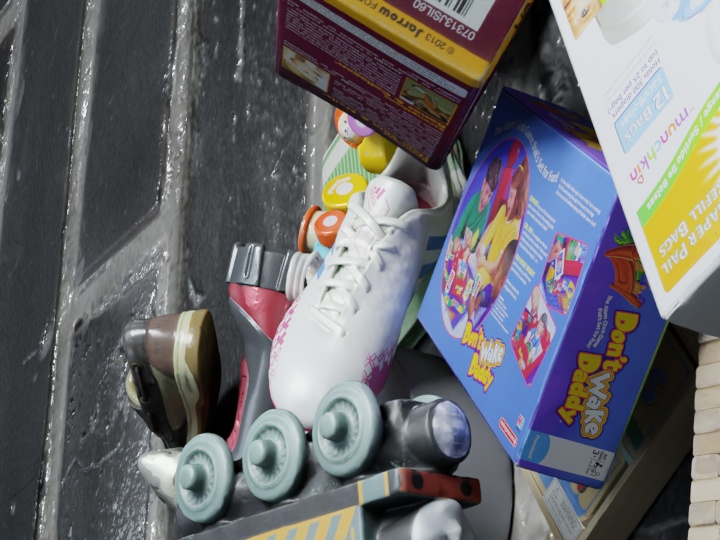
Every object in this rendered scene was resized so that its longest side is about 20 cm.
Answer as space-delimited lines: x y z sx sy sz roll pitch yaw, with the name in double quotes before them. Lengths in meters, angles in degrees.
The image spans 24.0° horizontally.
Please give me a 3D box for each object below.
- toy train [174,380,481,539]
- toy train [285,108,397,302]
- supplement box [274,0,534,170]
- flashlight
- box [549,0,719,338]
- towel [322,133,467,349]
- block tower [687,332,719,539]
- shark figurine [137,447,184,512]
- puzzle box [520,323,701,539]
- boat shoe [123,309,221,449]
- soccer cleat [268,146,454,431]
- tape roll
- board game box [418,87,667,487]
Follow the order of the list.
"toy train" -0.020 0.128 0.842 0.199 0.085 0.115 -23 64 40
"toy train" -0.021 -0.076 1.030 0.055 0.150 0.203 7 88 30
"supplement box" 0.023 -0.132 0.856 0.086 0.110 0.200 -59 -1 -8
"flashlight" -0.077 0.084 1.191 0.068 0.067 0.203 136 146 -86
"box" 0.164 -0.077 0.688 0.113 0.100 0.202 -51 36 38
"towel" 0.024 -0.043 1.111 0.153 0.023 0.202 -53 37 37
"block tower" 0.176 0.112 0.722 0.054 0.057 0.203 -19 60 56
"shark figurine" -0.046 0.201 0.955 0.090 0.126 0.217 118 142 -77
"puzzle box" 0.116 0.040 0.897 0.134 0.025 0.201 -60 31 25
"boat shoe" -0.137 0.080 1.228 0.201 0.064 0.074 98 -177 -59
"soccer cleat" 0.000 0.000 0.950 0.201 0.069 0.087 -61 -19 -45
"tape roll" 0.007 0.145 1.005 0.200 0.066 0.203 -37 45 50
"board game box" 0.091 0.000 0.829 0.200 0.044 0.136 -121 49 -69
